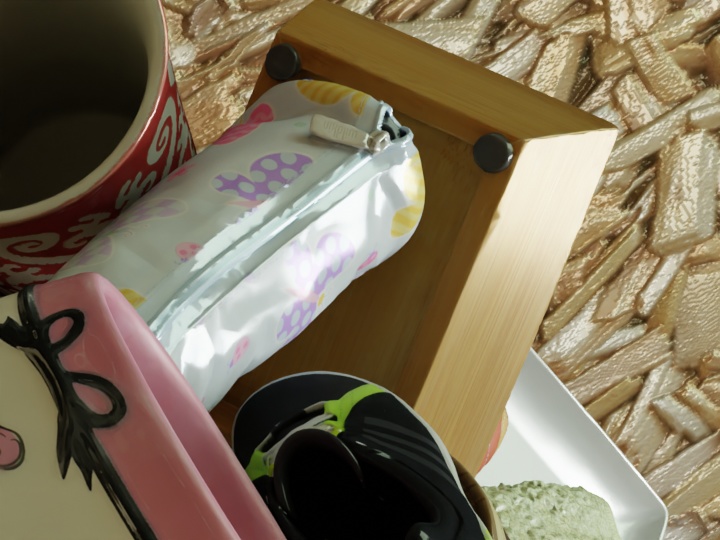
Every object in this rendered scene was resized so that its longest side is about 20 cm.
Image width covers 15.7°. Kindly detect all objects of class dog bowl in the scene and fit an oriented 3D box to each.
[{"bbox_3d":[-0.069,0.088,0.813,0.200,0.074,0.200,57,-1,1],"label":"dog bowl"}]

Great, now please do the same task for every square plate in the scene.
[{"bbox_3d":[0.064,0.127,1.273,0.200,0.028,0.198,48,42,-23],"label":"square plate"}]

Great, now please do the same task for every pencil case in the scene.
[{"bbox_3d":[-0.054,0.002,0.991,0.091,0.200,0.083,-15,-71,42],"label":"pencil case"}]

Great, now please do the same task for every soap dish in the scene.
[{"bbox_3d":[0.000,0.000,1.119,0.157,0.201,0.081,26,9,25],"label":"soap dish"}]

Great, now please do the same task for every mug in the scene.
[{"bbox_3d":[-0.114,-0.066,1.079,0.133,0.178,0.200,40,-10,16],"label":"mug"}]

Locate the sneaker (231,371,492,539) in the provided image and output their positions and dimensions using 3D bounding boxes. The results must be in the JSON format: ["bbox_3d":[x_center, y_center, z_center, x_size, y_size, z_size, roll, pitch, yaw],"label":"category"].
[{"bbox_3d":[-0.001,0.075,0.930,0.083,0.072,0.200,54,-6,-35],"label":"sneaker"}]

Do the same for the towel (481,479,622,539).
[{"bbox_3d":[0.069,0.157,1.176,0.200,0.037,0.149,1,48,-44],"label":"towel"}]

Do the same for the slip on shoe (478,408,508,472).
[{"bbox_3d":[-0.012,0.029,1.206,0.200,0.074,0.061,40,28,22],"label":"slip on shoe"}]

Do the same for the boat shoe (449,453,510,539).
[{"bbox_3d":[0.045,0.144,0.969,0.072,0.072,0.200,55,-1,-40],"label":"boat shoe"}]

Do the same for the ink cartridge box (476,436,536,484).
[{"bbox_3d":[-0.012,0.072,1.320,0.200,0.086,0.147,-24,79,-52],"label":"ink cartridge box"}]
